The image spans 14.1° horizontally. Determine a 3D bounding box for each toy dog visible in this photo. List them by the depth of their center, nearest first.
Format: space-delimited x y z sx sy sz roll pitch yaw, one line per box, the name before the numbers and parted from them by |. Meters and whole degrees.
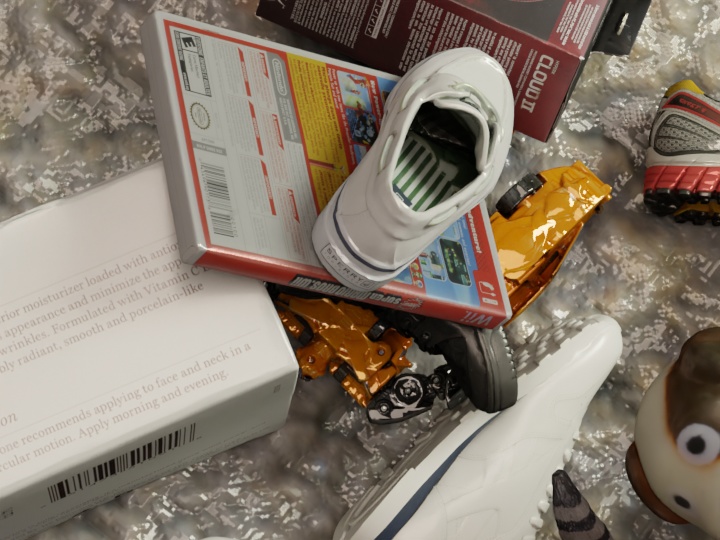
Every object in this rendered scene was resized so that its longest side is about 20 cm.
toy dog | 0.234 0.082 1.455 0.199 0.140 0.195 0 53 -28

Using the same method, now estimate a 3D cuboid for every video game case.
video game case | -0.017 -0.049 1.476 0.199 0.017 0.144 12 52 -36

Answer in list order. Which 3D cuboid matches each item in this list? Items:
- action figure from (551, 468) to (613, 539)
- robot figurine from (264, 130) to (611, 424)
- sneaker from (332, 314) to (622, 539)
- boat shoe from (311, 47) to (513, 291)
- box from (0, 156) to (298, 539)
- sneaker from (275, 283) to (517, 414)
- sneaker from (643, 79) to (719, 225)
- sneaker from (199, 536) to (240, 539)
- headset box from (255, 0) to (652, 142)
action figure | 0.164 0.170 1.513 0.199 0.193 0.105 -17 66 23
robot figurine | 0.037 -0.007 1.610 0.200 0.058 0.145 -43 82 -12
sneaker | 0.077 0.107 1.586 0.200 0.076 0.081 -44 95 -7
boat shoe | 0.045 -0.061 1.475 0.074 0.067 0.200 42 40 -10
box | -0.149 0.048 1.513 0.198 0.200 0.131 -23 81 -8
sneaker | 0.000 -0.001 1.546 0.104 0.060 0.201 -21 75 -12
sneaker | 0.259 -0.071 1.628 0.199 0.078 0.083 3 75 -3
sneaker | -0.014 0.204 1.542 0.200 0.087 0.075 34 79 6
headset box | 0.063 -0.171 1.614 0.199 0.075 0.149 25 49 3
